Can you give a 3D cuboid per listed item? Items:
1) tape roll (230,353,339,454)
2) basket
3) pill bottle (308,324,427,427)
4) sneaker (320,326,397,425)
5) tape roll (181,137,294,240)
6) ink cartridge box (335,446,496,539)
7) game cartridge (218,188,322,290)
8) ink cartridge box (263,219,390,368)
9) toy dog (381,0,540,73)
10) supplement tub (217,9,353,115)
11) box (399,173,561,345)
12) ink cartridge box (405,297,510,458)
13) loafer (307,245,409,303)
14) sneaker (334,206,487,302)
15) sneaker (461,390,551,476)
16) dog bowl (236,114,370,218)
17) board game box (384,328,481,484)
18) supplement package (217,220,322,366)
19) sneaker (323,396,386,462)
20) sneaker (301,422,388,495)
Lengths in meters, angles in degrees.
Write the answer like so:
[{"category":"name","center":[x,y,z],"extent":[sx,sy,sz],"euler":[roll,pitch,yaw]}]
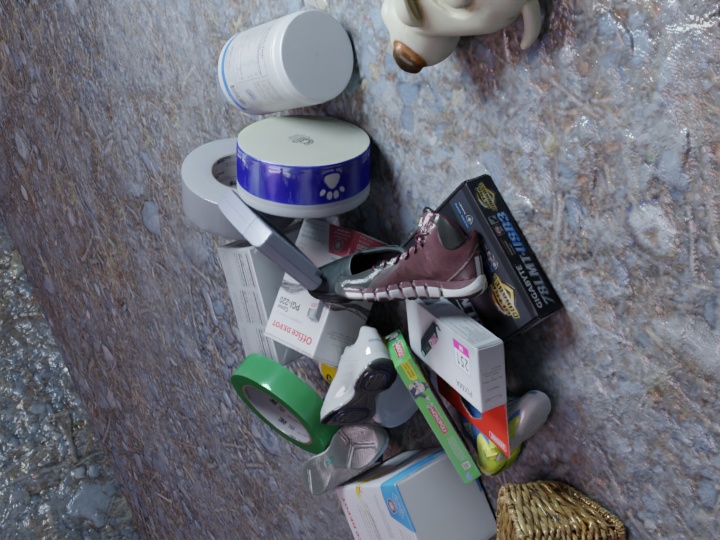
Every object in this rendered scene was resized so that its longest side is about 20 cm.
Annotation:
[{"category":"tape roll","center":[-0.126,0.224,1.599],"extent":[0.199,0.048,0.201],"euler":[32,156,16]},{"category":"basket","center":[0.268,0.389,1.315],"extent":[0.143,0.146,0.203],"euler":[-102,7,-64]},{"category":"pill bottle","center":[0.005,0.151,1.522],"extent":[0.199,0.113,0.116],"euler":[34,134,43]},{"category":"sneaker","center":[-0.006,0.161,1.406],"extent":[0.201,0.073,0.088],"euler":[-55,36,42]},{"category":"tape roll","center":[-0.194,-0.136,1.570],"extent":[0.200,0.198,0.067],"euler":[42,141,34]},{"category":"ink cartridge box","center":[0.084,0.374,1.501],"extent":[0.199,0.145,0.149],"euler":[-25,88,58]},{"category":"game cartridge","center":[-0.138,-0.051,1.392],"extent":[0.133,0.042,0.200],"euler":[36,-176,-32]},{"category":"ink cartridge box","center":[-0.052,0.033,1.477],"extent":[0.145,0.084,0.203],"euler":[18,89,51]},{"category":"toy dog","center":[0.103,-0.317,1.110],"extent":[0.193,0.141,0.199],"euler":[35,150,-17]},{"category":"supplement tub","center":[-0.114,-0.304,1.418],"extent":[0.199,0.131,0.134],"euler":[3,111,54]},{"category":"box","center":[0.153,0.007,1.280],"extent":[0.202,0.049,0.198],"euler":[62,147,11]},{"category":"ink cartridge box","center":[0.127,0.136,1.278],"extent":[0.200,0.043,0.176],"euler":[-141,40,-58]},{"category":"loafer","center":[0.000,0.000,1.337],"extent":[0.198,0.070,0.069],"euler":[-11,63,34]},{"category":"sneaker","center":[0.062,-0.022,1.231],"extent":[0.076,0.196,0.118],"euler":[-37,-56,-80]},{"category":"sneaker","center":[0.186,0.201,1.316],"extent":[0.106,0.075,0.201],"euler":[53,145,24]},{"category":"dog bowl","center":[-0.083,-0.155,1.393],"extent":[0.199,0.198,0.080],"euler":[33,132,42]},{"category":"board game box","center":[0.101,0.191,1.364],"extent":[0.202,0.029,0.135],"euler":[59,-178,-14]},{"category":"supplement package","center":[-0.128,0.034,1.611],"extent":[0.110,0.154,0.203],"euler":[5,113,52]},{"category":"sneaker","center":[-0.006,0.251,1.646],"extent":[0.199,0.075,0.092],"euler":[31,106,56]},{"category":"sneaker","center":[-0.014,0.288,1.513],"extent":[0.200,0.079,0.071],"euler":[-41,68,41]}]
